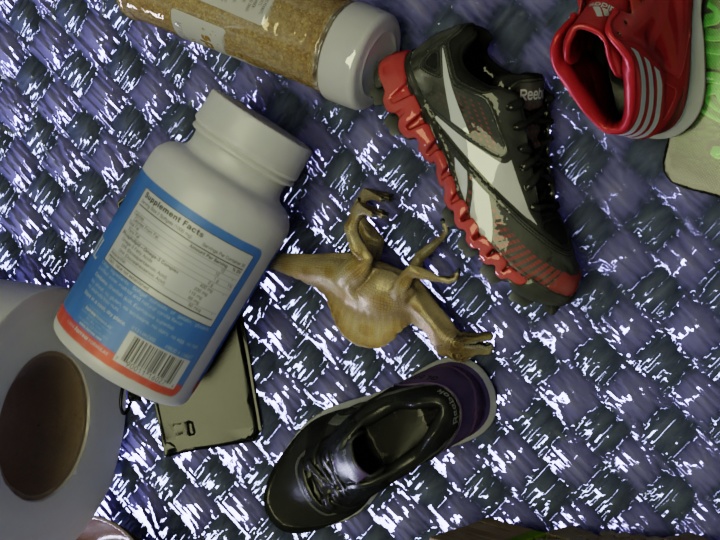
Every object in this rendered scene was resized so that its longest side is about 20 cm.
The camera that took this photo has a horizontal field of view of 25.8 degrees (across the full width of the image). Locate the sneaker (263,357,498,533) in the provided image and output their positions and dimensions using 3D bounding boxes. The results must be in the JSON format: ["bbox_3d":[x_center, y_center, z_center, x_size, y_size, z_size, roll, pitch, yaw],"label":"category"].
[{"bbox_3d":[-0.005,0.124,1.074,0.199,0.087,0.076,-37,82,27],"label":"sneaker"}]

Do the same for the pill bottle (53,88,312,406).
[{"bbox_3d":[-0.118,-0.018,1.085,0.112,0.112,0.201,34,95,18],"label":"pill bottle"}]

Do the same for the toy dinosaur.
[{"bbox_3d":[0.000,0.000,1.069,0.199,0.058,0.102,22,109,22],"label":"toy dinosaur"}]

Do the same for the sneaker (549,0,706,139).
[{"bbox_3d":[0.160,-0.176,0.923,0.078,0.115,0.202,-6,95,31],"label":"sneaker"}]

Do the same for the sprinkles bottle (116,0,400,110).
[{"bbox_3d":[-0.071,-0.174,1.071,0.199,0.068,0.069,24,108,22],"label":"sprinkles bottle"}]

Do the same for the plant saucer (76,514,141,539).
[{"bbox_3d":[-0.188,0.286,1.196,0.199,0.034,0.203,1,91,47],"label":"plant saucer"}]

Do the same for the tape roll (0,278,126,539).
[{"bbox_3d":[-0.283,0.105,1.149,0.138,0.202,0.205,6,101,25],"label":"tape roll"}]

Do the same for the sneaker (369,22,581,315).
[{"bbox_3d":[0.091,-0.072,1.002,0.098,0.071,0.202,-36,80,29],"label":"sneaker"}]

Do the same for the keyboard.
[{"bbox_3d":[-0.136,0.034,1.166,0.103,0.040,0.202,-9,93,4],"label":"keyboard"}]

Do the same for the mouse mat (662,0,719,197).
[{"bbox_3d":[0.290,-0.104,0.934,0.198,0.008,0.163,19,106,24],"label":"mouse mat"}]

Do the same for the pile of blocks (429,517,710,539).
[{"bbox_3d":[0.142,0.206,1.016,0.198,0.082,0.063,-1,98,26],"label":"pile of blocks"}]
